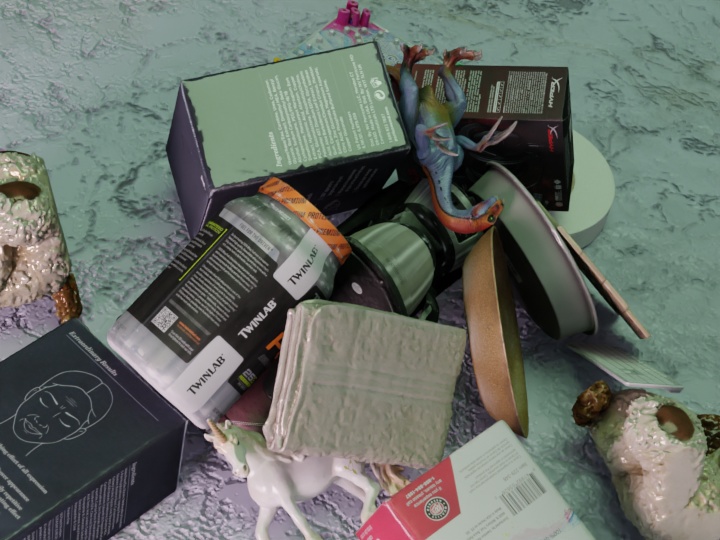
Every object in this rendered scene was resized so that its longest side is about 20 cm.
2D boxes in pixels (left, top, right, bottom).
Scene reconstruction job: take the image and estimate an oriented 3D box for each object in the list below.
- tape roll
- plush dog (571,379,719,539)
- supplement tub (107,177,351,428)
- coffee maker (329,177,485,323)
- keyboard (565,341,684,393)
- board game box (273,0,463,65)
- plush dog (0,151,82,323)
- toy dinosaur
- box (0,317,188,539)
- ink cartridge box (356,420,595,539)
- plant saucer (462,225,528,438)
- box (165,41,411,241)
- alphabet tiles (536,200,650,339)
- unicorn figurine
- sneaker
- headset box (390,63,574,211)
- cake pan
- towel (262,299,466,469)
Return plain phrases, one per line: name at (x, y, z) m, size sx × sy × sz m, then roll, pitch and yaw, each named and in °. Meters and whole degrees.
tape roll at (0.181, -0.097, 1.676) m, size 0.202 × 0.037 × 0.203 m, roll 6°, pitch 47°, yaw -7°
plush dog at (0.279, 0.177, 1.396) m, size 0.199 × 0.161 × 0.172 m, roll 22°, pitch 24°, yaw -24°
supplement tub at (-0.108, 0.025, 1.288) m, size 0.122 × 0.123 × 0.200 m, roll 39°, pitch 82°, yaw 22°
coffee maker at (0.000, 0.000, 1.457) m, size 0.191 × 0.135 × 0.200 m, roll -2°, pitch 20°, yaw 30°
keyboard at (0.249, 0.090, 1.452) m, size 0.056 × 0.011 × 0.200 m, roll 10°, pitch 6°, yaw -10°
board game box at (0.012, -0.224, 1.762) m, size 0.200 × 0.026 × 0.200 m, roll 32°, pitch 48°, yaw 16°
plush dog at (-0.359, -0.009, 1.402) m, size 0.171 × 0.161 × 0.200 m, roll -15°, pitch 21°, yaw -10°
toy dinosaur at (0.082, -0.122, 1.447) m, size 0.105 × 0.200 × 0.182 m, roll 4°, pitch 84°, yaw -23°
box at (-0.270, 0.160, 1.270) m, size 0.148 × 0.107 × 0.200 m, roll 39°, pitch 51°, yaw 23°
ink cartridge box at (0.116, 0.250, 1.266) m, size 0.147 × 0.086 × 0.200 m, roll -28°, pitch 76°, yaw -34°
plant saucer at (0.125, 0.059, 1.419) m, size 0.035 × 0.201 × 0.201 m, roll -9°, pitch 45°, yaw 10°
box at (-0.077, -0.121, 1.486) m, size 0.199 × 0.197 × 0.118 m, roll -14°, pitch 79°, yaw -15°
alphabet tiles at (0.228, 0.003, 1.496) m, size 0.006 × 0.200 × 0.167 m, roll -39°, pitch 83°, yaw 4°
unicorn figurine at (-0.052, 0.183, 1.304) m, size 0.200 × 0.074 × 0.138 m, roll -11°, pitch 76°, yaw -45°
sneaker at (-0.123, 0.085, 1.378) m, size 0.115 × 0.076 × 0.200 m, roll -43°, pitch 75°, yaw -10°
headset box at (0.116, -0.137, 1.562) m, size 0.199 × 0.149 × 0.077 m, roll 3°, pitch 55°, yaw 12°
cake pan at (0.165, -0.013, 1.499) m, size 0.037 × 0.200 × 0.200 m, roll -31°, pitch 57°, yaw -5°
towel at (0.007, 0.099, 1.293) m, size 0.200 × 0.133 × 0.034 m, roll 13°, pitch -2°, yaw -41°
